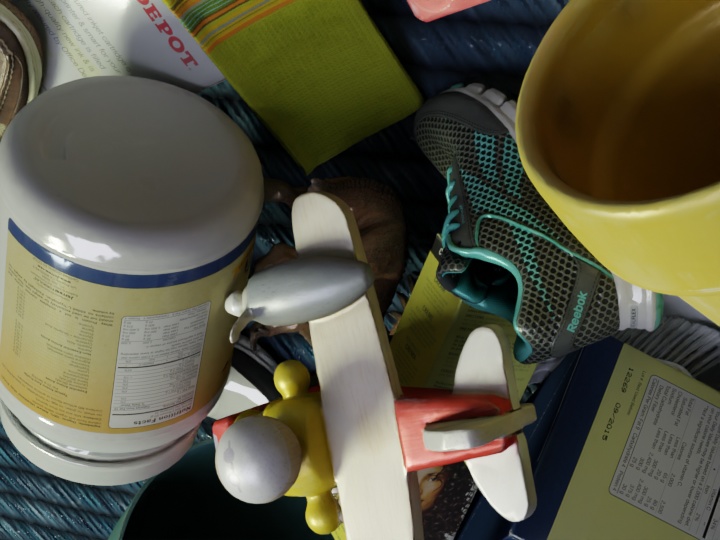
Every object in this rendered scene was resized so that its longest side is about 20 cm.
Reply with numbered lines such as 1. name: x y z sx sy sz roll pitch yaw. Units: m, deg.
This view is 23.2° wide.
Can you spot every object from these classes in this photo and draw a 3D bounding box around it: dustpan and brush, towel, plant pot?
1. dustpan and brush: 0.142 0.052 1.026 0.199 0.057 0.140 4 136 48
2. towel: -0.035 -0.121 0.929 0.086 0.018 0.200 -26 146 10
3. plant pot: 0.205 -0.050 0.827 0.200 0.202 0.189 -14 135 38
4. plant pot: -0.100 0.233 1.242 0.200 0.201 0.161 40 150 -6

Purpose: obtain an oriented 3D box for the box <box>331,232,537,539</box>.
1. box: 0.047 0.079 1.026 0.075 0.050 0.201 6 118 -30

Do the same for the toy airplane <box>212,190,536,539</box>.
1. toy airplane: -0.007 0.091 0.910 0.200 0.140 0.200 49 132 33

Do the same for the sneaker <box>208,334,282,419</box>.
1. sneaker: -0.139 0.070 1.200 0.199 0.080 0.074 23 134 9

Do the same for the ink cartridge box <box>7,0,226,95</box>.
1. ink cartridge box: -0.159 -0.160 1.010 0.199 0.084 0.146 -17 118 40

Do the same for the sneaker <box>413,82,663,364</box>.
1. sneaker: 0.072 -0.026 0.934 0.200 0.091 0.078 49 160 41

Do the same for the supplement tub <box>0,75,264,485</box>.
1. supplement tub: -0.136 0.009 0.978 0.144 0.145 0.201 24 133 10

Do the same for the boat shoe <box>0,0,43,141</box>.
1. boat shoe: -0.246 -0.078 1.018 0.075 0.075 0.202 37 138 -5

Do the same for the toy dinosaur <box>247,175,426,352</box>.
1. toy dinosaur: 0.000 0.000 1.029 0.134 0.086 0.201 -2 135 -6

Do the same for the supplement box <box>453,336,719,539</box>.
1. supplement box: 0.168 0.166 1.011 0.199 0.135 0.200 27 154 0

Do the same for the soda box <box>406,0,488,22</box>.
1. soda box: 0.101 -0.188 0.848 0.199 0.064 0.070 -15 119 38
